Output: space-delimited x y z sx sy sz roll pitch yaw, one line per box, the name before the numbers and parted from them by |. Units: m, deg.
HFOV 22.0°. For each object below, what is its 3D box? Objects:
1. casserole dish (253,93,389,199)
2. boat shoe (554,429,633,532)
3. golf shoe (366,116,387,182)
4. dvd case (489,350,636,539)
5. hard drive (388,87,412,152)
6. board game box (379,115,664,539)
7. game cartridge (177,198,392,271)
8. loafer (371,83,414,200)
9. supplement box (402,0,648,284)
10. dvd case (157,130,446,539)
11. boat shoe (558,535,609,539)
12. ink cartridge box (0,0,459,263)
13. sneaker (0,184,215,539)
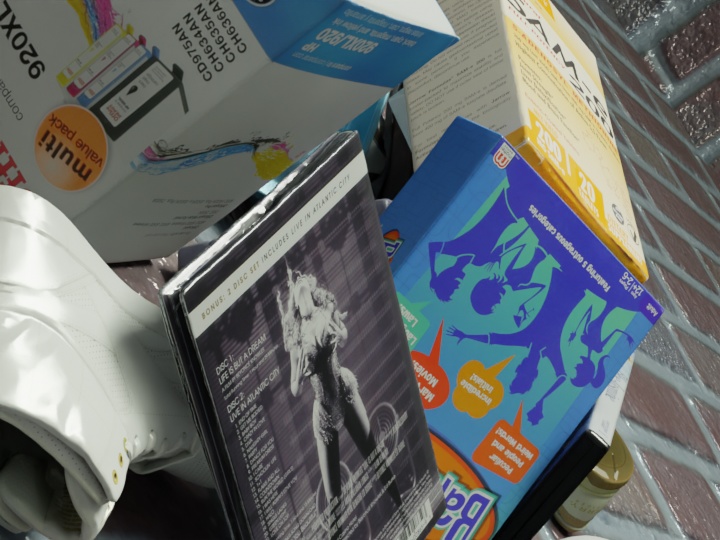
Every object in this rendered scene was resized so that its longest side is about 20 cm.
casserole dish | -0.045 -0.115 1.113 0.121 0.039 0.201 33 49 -16
boat shoe | 0.120 0.089 1.304 0.073 0.063 0.201 1 44 -39
golf shoe | 0.008 -0.052 1.219 0.095 0.078 0.200 60 19 17
dvd case | 0.098 0.116 1.032 0.018 0.143 0.200 38 17 2
hard drive | 0.091 -0.036 1.149 0.201 0.026 0.132 64 31 -10
board game box | 0.041 0.050 0.913 0.152 0.201 0.045 41 -6 -35
game cartridge | 0.000 0.000 1.017 0.200 0.129 0.039 18 67 -63
loafer | 0.049 -0.067 1.176 0.072 0.063 0.201 56 37 -36
supplement box | 0.086 -0.081 1.031 0.126 0.073 0.201 44 27 -36
dvd case | -0.018 0.062 0.801 0.149 0.016 0.202 -46 130 -49
boat shoe | 0.170 0.240 1.123 0.200 0.072 0.066 54 10 -32
ink cartridge box | -0.089 -0.116 0.871 0.148 0.199 0.144 58 20 12
sneaker | -0.104 0.068 0.735 0.200 0.073 0.116 44 34 -44
